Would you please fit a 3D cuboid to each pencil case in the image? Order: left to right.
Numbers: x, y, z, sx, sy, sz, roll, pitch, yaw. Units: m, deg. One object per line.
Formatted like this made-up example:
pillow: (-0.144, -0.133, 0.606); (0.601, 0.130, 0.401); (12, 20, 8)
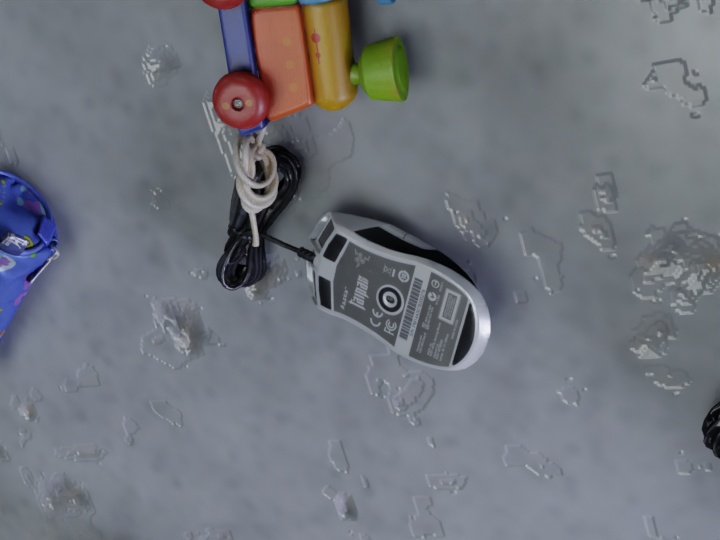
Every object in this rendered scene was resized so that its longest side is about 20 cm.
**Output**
pencil case: (-0.289, 0.016, 0.982); (0.087, 0.078, 0.200); (30, 126, -9)

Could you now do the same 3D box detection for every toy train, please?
toy train: (-0.022, -0.110, 0.781); (0.115, 0.085, 0.201); (-1, 114, 14)

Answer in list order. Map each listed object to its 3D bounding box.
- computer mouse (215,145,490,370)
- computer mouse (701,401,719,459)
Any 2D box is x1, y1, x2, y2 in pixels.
computer mouse: (0.000, 0.000, 0.843); (0.199, 0.044, 0.110); (27, 120, 20)
computer mouse: (0.304, 0.128, 0.744); (0.138, 0.053, 0.200); (-42, 81, 35)
